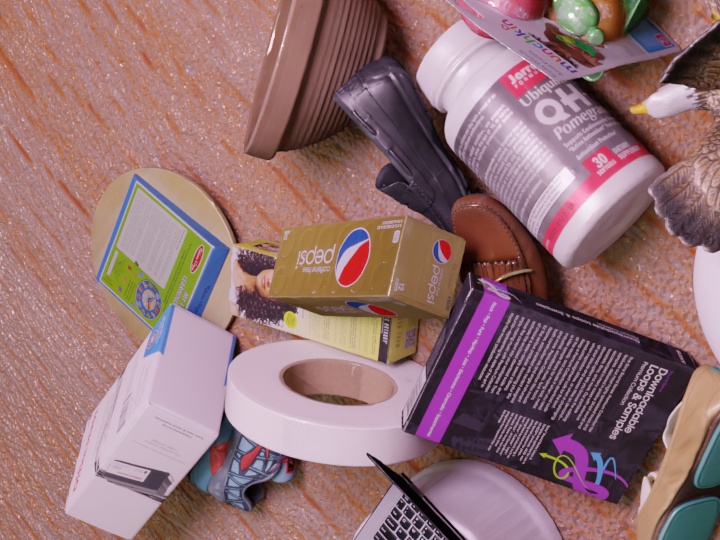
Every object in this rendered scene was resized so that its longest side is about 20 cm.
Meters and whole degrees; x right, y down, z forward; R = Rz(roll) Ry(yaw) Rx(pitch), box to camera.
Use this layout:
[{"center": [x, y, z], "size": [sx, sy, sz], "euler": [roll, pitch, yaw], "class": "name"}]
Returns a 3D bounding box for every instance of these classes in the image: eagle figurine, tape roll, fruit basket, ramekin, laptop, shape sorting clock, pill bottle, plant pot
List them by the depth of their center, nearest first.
[{"center": [0.254, -0.120, 0.838], "size": [0.151, 0.201, 0.151], "euler": [38, 118, -10], "class": "eagle figurine"}, {"center": [0.130, -0.210, 0.919], "size": [0.185, 0.199, 0.094], "euler": [42, 122, 23], "class": "fruit basket"}, {"center": [0.137, -0.108, 0.990], "size": [0.200, 0.110, 0.111], "euler": [48, 123, 19], "class": "pill bottle"}, {"center": [0.054, 0.264, 1.002], "size": [0.187, 0.115, 0.201], "euler": [45, 122, 22], "class": "laptop"}, {"center": [-0.034, -0.187, 1.087], "size": [0.092, 0.201, 0.203], "euler": [16, 115, -9], "class": "plant pot"}, {"center": [-0.020, 0.113, 1.098], "size": [0.201, 0.202, 0.038], "euler": [19, 110, 32], "class": "tape roll"}, {"center": [0.082, 0.281, 1.118], "size": [0.199, 0.097, 0.203], "euler": [8, 104, 36], "class": "ramekin"}, {"center": [-0.206, -0.011, 1.311], "size": [0.198, 0.039, 0.203], "euler": [10, 108, 32], "class": "shape sorting clock"}]

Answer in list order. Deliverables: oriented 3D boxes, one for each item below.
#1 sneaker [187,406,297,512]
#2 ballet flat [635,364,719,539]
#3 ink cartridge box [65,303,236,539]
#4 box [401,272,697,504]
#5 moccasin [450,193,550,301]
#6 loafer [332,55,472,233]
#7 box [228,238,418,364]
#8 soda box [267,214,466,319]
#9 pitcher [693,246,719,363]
[{"center": [-0.094, 0.166, 1.255], "size": [0.095, 0.079, 0.201], "euler": [37, 124, 6], "class": "sneaker"}, {"center": [0.260, 0.164, 0.989], "size": [0.063, 0.068, 0.202], "euler": [53, 133, 49], "class": "ballet flat"}, {"center": [-0.217, 0.158, 1.278], "size": [0.084, 0.145, 0.200], "euler": [27, 126, -18], "class": "ink cartridge box"}, {"center": [0.150, 0.098, 1.000], "size": [0.198, 0.036, 0.144], "euler": [21, 116, -8], "class": "box"}, {"center": [0.115, 0.035, 1.026], "size": [0.073, 0.078, 0.204], "euler": [2, 116, 33], "class": "moccasin"}, {"center": [0.046, -0.084, 1.051], "size": [0.070, 0.068, 0.202], "euler": [-30, 113, 4], "class": "loafer"}, {"center": [-0.038, 0.026, 1.186], "size": [0.198, 0.050, 0.076], "euler": [13, 107, 34], "class": "box"}, {"center": [0.000, 0.000, 1.044], "size": [0.199, 0.063, 0.069], "euler": [-3, 71, 58], "class": "soda box"}, {"center": [0.295, 0.059, 0.866], "size": [0.121, 0.171, 0.202], "euler": [-18, 89, 46], "class": "pitcher"}]
